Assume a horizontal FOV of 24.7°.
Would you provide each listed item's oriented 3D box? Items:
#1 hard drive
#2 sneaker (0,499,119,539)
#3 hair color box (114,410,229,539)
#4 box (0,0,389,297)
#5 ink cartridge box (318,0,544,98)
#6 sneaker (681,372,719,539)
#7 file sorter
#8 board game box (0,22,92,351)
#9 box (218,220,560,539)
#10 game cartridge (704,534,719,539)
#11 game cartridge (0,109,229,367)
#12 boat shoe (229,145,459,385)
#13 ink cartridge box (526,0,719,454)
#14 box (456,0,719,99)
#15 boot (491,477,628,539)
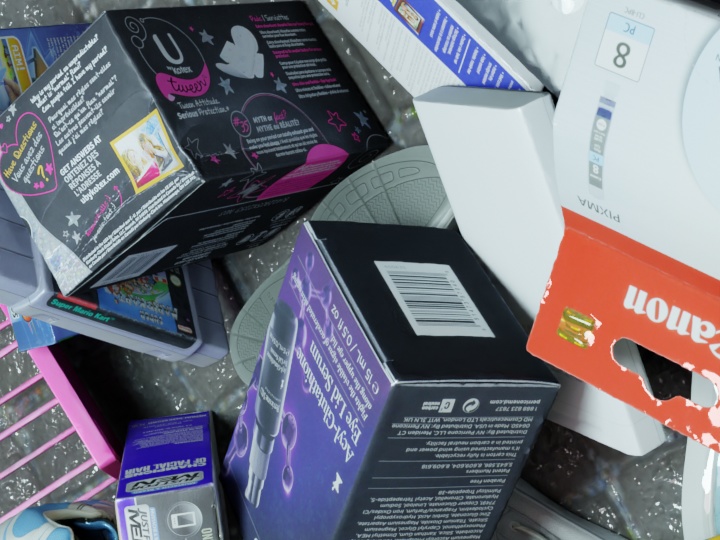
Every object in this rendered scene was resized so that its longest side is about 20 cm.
[{"bbox_3d":[0.097,-0.004,0.907,0.132,0.027,0.201,19,133,66],"label":"hard drive"},{"bbox_3d":[-0.173,0.178,1.038,0.072,0.200,0.072,-12,85,10],"label":"sneaker"},{"bbox_3d":[-0.116,0.165,1.044,0.064,0.200,0.110,-8,98,-6],"label":"hair color box"},{"bbox_3d":[-0.103,-0.078,0.979,0.132,0.200,0.115,-36,79,32],"label":"box"},{"bbox_3d":[0.054,-0.127,0.944,0.200,0.037,0.095,49,155,16],"label":"ink cartridge box"},{"bbox_3d":[0.224,0.102,0.892,0.082,0.074,0.201,6,104,34],"label":"sneaker"},{"bbox_3d":[-0.261,0.084,1.121,0.125,0.139,0.200,-32,81,-7],"label":"file sorter"},{"bbox_3d":[-0.194,-0.059,1.079,0.034,0.135,0.201,-13,93,32],"label":"board game box"},{"bbox_3d":[0.009,0.094,0.933,0.148,0.104,0.201,59,137,48],"label":"box"},{"bbox_3d":[0.232,0.196,0.849,0.176,0.033,0.200,35,143,-16],"label":"game cartridge"},{"bbox_3d":[-0.162,-0.018,1.009,0.038,0.200,0.130,-34,58,25],"label":"game cartridge"},{"bbox_3d":[0.000,0.002,1.022,0.202,0.065,0.075,-48,56,24],"label":"boat shoe"},{"bbox_3d":[0.154,-0.019,0.764,0.160,0.047,0.201,28,112,34],"label":"ink cartridge box"},{"bbox_3d":[0.121,-0.167,0.868,0.200,0.122,0.106,46,118,15],"label":"box"},{"bbox_3d":[0.079,0.170,0.982,0.199,0.095,0.074,20,110,27],"label":"boot"}]
